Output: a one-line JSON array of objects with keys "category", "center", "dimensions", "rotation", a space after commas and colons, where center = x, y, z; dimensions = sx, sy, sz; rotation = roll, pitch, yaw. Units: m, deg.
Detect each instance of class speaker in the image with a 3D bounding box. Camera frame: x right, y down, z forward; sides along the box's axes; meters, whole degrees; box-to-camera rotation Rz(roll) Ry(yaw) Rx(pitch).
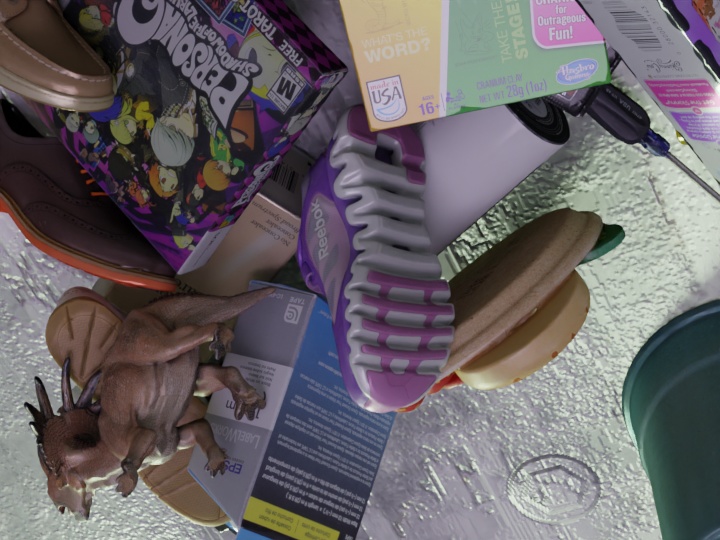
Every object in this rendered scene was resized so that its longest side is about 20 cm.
[{"category": "speaker", "center": [0.044, -0.055, 1.031], "dimensions": [0.081, 0.081, 0.200], "rotation": [37, 121, -18]}]

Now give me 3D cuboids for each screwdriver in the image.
[{"category": "screwdriver", "center": [0.218, -0.072, 1.032], "dimensions": [0.199, 0.029, 0.028], "rotation": [34, 122, -19]}]

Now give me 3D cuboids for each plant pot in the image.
[{"category": "plant pot", "center": [0.290, 0.155, 1.077], "dimensions": [0.198, 0.197, 0.202], "rotation": [3, 126, 4]}]

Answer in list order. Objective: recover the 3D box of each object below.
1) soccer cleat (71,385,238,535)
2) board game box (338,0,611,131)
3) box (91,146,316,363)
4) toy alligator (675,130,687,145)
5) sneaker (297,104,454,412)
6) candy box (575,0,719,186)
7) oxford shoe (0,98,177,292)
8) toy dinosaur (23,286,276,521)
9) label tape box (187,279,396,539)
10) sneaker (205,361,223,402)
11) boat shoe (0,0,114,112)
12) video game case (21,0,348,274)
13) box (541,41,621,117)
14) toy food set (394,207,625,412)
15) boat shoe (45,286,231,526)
[{"category": "soccer cleat", "center": [-0.121, 0.128, 1.134], "dimensions": [0.199, 0.070, 0.086], "rotation": [35, 118, -13]}, {"category": "board game box", "center": [0.056, -0.193, 0.887], "dimensions": [0.152, 0.040, 0.201], "rotation": [-11, 117, 8]}, {"category": "box", "center": [-0.116, -0.008, 1.085], "dimensions": [0.095, 0.078, 0.200], "rotation": [30, 123, -14]}, {"category": "toy alligator", "center": [0.219, -0.133, 0.955], "dimensions": [0.059, 0.055, 0.200], "rotation": [3, 146, 34]}, {"category": "sneaker", "center": [0.000, 0.000, 0.959], "dimensions": [0.080, 0.202, 0.088], "rotation": [16, 146, -36]}, {"category": "candy box", "center": [0.233, -0.156, 0.871], "dimensions": [0.200, 0.168, 0.071], "rotation": [45, 161, -29]}, {"category": "oxford shoe", "center": [-0.195, -0.050, 1.028], "dimensions": [0.199, 0.071, 0.073], "rotation": [31, 97, 22]}, {"category": "toy dinosaur", "center": [-0.144, 0.074, 0.988], "dimensions": [0.135, 0.201, 0.086], "rotation": [23, 169, 38]}, {"category": "label tape box", "center": [-0.048, 0.126, 1.050], "dimensions": [0.066, 0.201, 0.143], "rotation": [13, 167, 35]}, {"category": "sneaker", "center": [-0.067, 0.109, 1.176], "dimensions": [0.104, 0.060, 0.200], "rotation": [37, 127, -16]}, {"category": "boat shoe", "center": [-0.228, -0.171, 0.955], "dimensions": [0.199, 0.071, 0.065], "rotation": [37, 114, 15]}, {"category": "video game case", "center": [-0.127, -0.130, 0.970], "dimensions": [0.200, 0.036, 0.181], "rotation": [48, 122, 11]}, {"category": "box", "center": [0.093, -0.210, 0.925], "dimensions": [0.199, 0.044, 0.161], "rotation": [28, 116, -12]}, {"category": "toy food set", "center": [0.092, 0.027, 1.017], "dimensions": [0.049, 0.198, 0.200], "rotation": [50, 133, -6]}, {"category": "boat shoe", "center": [-0.143, 0.090, 1.068], "dimensions": [0.070, 0.069, 0.201], "rotation": [-31, 109, 6]}]
